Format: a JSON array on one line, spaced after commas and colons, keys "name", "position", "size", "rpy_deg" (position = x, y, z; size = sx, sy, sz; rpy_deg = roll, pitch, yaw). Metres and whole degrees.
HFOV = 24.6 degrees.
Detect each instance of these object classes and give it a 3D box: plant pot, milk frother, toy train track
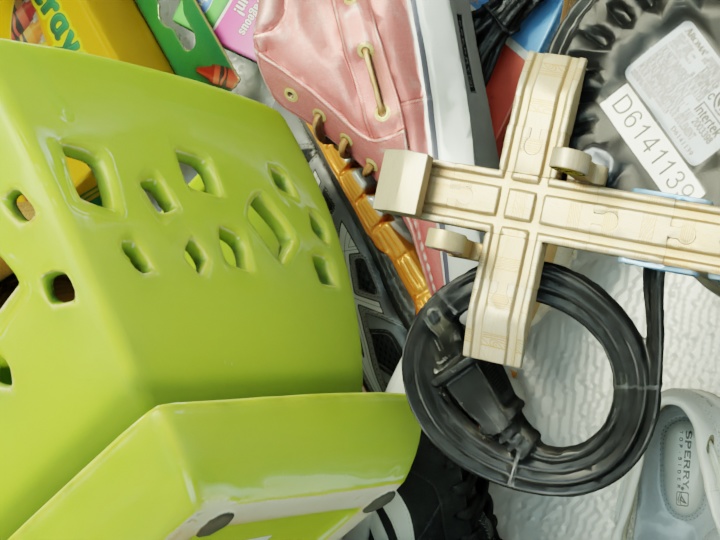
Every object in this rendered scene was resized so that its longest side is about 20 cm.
[{"name": "plant pot", "position": [-0.106, 0.052, 0.651], "size": [0.200, 0.198, 0.182], "rpy_deg": [-41, 68, 23]}, {"name": "milk frother", "position": [0.127, -0.008, 0.680], "size": [0.199, 0.188, 0.182], "rpy_deg": [-21, 73, 21]}, {"name": "toy train track", "position": [0.092, -0.017, 0.575], "size": [0.198, 0.032, 0.116], "rpy_deg": [11, 87, 25]}]

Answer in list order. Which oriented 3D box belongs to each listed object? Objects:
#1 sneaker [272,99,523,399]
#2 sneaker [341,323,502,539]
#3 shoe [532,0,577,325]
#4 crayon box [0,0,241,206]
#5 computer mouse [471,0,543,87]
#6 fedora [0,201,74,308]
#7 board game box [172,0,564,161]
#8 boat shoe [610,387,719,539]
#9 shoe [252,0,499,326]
[{"name": "sneaker", "position": [0.000, 0.000, 0.801], "size": [0.077, 0.078, 0.201], "rpy_deg": [-35, 70, 21]}, {"name": "sneaker", "position": [0.051, 0.116, 0.736], "size": [0.111, 0.073, 0.201], "rpy_deg": [21, 123, 10]}, {"name": "shoe", "position": [0.105, -0.061, 0.757], "size": [0.053, 0.070, 0.202], "rpy_deg": [10, 110, -17]}, {"name": "crayon box", "position": [-0.165, -0.088, 0.879], "size": [0.200, 0.051, 0.128], "rpy_deg": [-42, 66, 27]}, {"name": "computer mouse", "position": [0.016, -0.180, 0.790], "size": [0.140, 0.046, 0.200], "rpy_deg": [-46, 67, 13]}, {"name": "fedora", "position": [-0.167, 0.067, 0.840], "size": [0.082, 0.199, 0.203], "rpy_deg": [-19, 71, 59]}, {"name": "board game box", "position": [0.020, -0.154, 0.833], "size": [0.199, 0.040, 0.154], "rpy_deg": [27, 94, 26]}, {"name": "boat shoe", "position": [0.134, 0.151, 0.717], "size": [0.070, 0.069, 0.202], "rpy_deg": [-5, 81, 22]}, {"name": "shoe", "position": [0.009, -0.068, 0.743], "size": [0.090, 0.071, 0.202], "rpy_deg": [-9, 90, 15]}]
